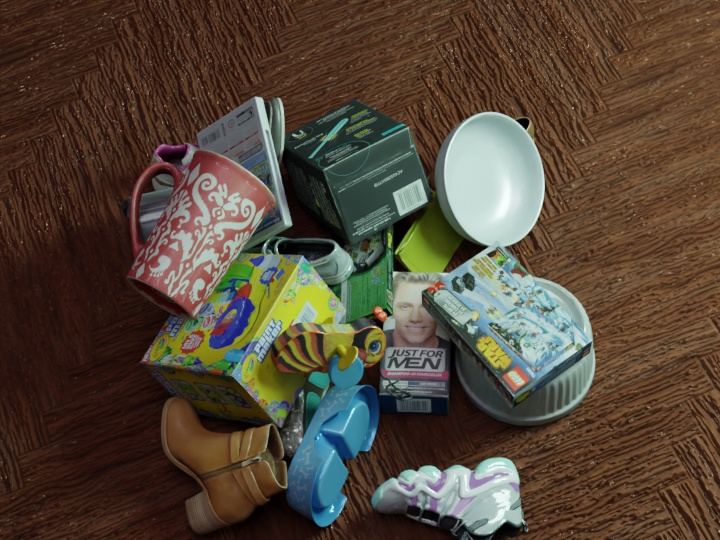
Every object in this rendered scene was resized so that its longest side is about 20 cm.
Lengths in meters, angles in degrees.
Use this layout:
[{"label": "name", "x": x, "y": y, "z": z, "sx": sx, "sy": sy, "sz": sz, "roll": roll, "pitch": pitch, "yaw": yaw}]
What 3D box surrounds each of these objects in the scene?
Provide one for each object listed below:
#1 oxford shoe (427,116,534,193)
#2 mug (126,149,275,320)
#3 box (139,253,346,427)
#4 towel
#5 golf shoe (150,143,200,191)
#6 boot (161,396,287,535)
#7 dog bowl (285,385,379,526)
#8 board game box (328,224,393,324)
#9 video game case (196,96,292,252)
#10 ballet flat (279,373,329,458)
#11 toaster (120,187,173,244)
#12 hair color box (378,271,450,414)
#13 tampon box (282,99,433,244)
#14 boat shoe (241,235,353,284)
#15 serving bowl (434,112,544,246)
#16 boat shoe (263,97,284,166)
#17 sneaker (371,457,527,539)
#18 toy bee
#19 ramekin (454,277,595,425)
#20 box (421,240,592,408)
[{"label": "oxford shoe", "x": 0.185, "y": -0.184, "z": 1.876, "sx": 0.199, "sy": 0.071, "sz": 0.071, "roll": -32, "pitch": 64, "yaw": -13}, {"label": "mug", "x": -0.237, "y": -0.048, "z": 1.650, "sx": 0.177, "sy": 0.133, "sz": 0.201, "roll": 16, "pitch": 69, "yaw": 40}, {"label": "box", "x": -0.160, "y": 0.091, "z": 1.652, "sx": 0.191, "sy": 0.122, "sz": 0.201, "roll": 1, "pitch": 51, "yaw": 41}, {"label": "towel", "x": 0.128, "y": -0.071, "z": 1.807, "sx": 0.086, "sy": 0.018, "sz": 0.201, "roll": 45, "pitch": 63, "yaw": -21}, {"label": "golf shoe", "x": -0.234, "y": -0.156, "z": 1.877, "sx": 0.198, "sy": 0.092, "sz": 0.076, "roll": 0, "pitch": 56, "yaw": 2}, {"label": "boot", "x": -0.177, "y": 0.235, "z": 1.597, "sx": 0.154, "sy": 0.073, "sz": 0.201, "roll": -32, "pitch": 68, "yaw": 25}, {"label": "dog bowl", "x": -0.039, "y": 0.241, "z": 1.603, "sx": 0.049, "sy": 0.112, "sz": 0.201, "roll": 11, "pitch": 58, "yaw": 26}, {"label": "board game box", "x": 0.000, "y": 0.000, "z": 1.757, "sx": 0.104, "sy": 0.023, "sz": 0.201, "roll": -20, "pitch": 44, "yaw": 23}, {"label": "video game case", "x": -0.175, "y": -0.137, "z": 1.785, "sx": 0.143, "sy": 0.018, "sz": 0.202, "roll": -24, "pitch": 74, "yaw": 39}, {"label": "ballet flat", "x": -0.084, "y": 0.170, "z": 1.677, "sx": 0.071, "sy": 0.072, "sz": 0.202, "roll": 3, "pitch": 56, "yaw": 6}, {"label": "toaster", "x": -0.277, "y": -0.063, "z": 1.773, "sx": 0.128, "sy": 0.115, "sz": 0.200, "roll": -17, "pitch": 13, "yaw": -12}, {"label": "hair color box", "x": 0.080, "y": 0.101, "z": 1.708, "sx": 0.099, "sy": 0.061, "sz": 0.202, "roll": 1, "pitch": 57, "yaw": 4}, {"label": "tampon box", "x": -0.012, "y": -0.150, "z": 1.789, "sx": 0.149, "sy": 0.127, "sz": 0.200, "roll": -28, "pitch": 28, "yaw": -13}, {"label": "boat shoe", "x": -0.109, "y": -0.022, "z": 1.771, "sx": 0.199, "sy": 0.072, "sz": 0.071, "roll": 0, "pitch": 53, "yaw": 26}, {"label": "serving bowl", "x": 0.183, "y": -0.133, "z": 1.801, "sx": 0.066, "sy": 0.200, "sz": 0.201, "roll": -5, "pitch": 43, "yaw": 54}, {"label": "boat shoe", "x": -0.157, "y": -0.164, "z": 1.815, "sx": 0.056, "sy": 0.202, "sz": 0.067, "roll": -1, "pitch": 30, "yaw": -23}, {"label": "sneaker", "x": 0.120, "y": 0.326, "z": 1.552, "sx": 0.198, "sy": 0.078, "sz": 0.141, "roll": -11, "pitch": 57, "yaw": -2}, {"label": "toy bee", "x": -0.015, "y": 0.093, "z": 1.576, "sx": 0.131, "sy": 0.199, "sz": 0.110, "roll": 31, "pitch": 106, "yaw": 45}, {"label": "ramekin", "x": 0.230, "y": 0.103, "z": 1.669, "sx": 0.198, "sy": 0.105, "sz": 0.202, "roll": -2, "pitch": 57, "yaw": 3}, {"label": "box", "x": 0.193, "y": 0.069, "z": 1.607, "sx": 0.136, "sy": 0.040, "sz": 0.200, "roll": -31, "pitch": 61, "yaw": -16}]
